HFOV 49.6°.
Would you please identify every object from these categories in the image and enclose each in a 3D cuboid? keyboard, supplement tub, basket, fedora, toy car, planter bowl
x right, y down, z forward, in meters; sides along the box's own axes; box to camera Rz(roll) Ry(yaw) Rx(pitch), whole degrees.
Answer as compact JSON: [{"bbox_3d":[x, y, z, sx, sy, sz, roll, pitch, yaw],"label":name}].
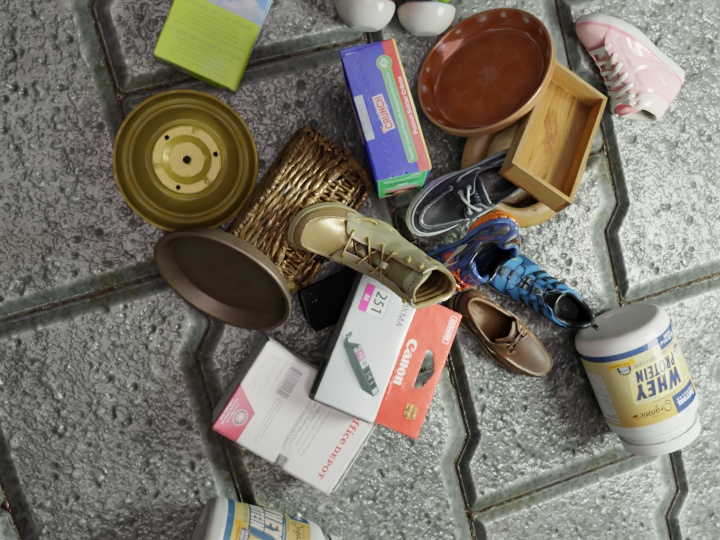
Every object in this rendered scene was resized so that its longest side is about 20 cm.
[{"bbox_3d":[0.000,0.000,1.123,0.200,0.021,0.127,-24,123,-20],"label":"keyboard"},{"bbox_3d":[-0.137,0.412,1.096,0.200,0.145,0.145,20,91,-14],"label":"supplement tub"},{"bbox_3d":[-0.073,-0.078,1.063,0.149,0.143,0.200,37,85,-14],"label":"basket"},{"bbox_3d":[0.233,-0.165,1.155,0.200,0.082,0.201,-2,104,-9],"label":"fedora"},{"bbox_3d":[0.430,0.167,1.199,0.144,0.144,0.200,-26,100,-9],"label":"supplement tub"},{"bbox_3d":[0.059,-0.420,1.058,0.199,0.150,0.176,1,95,-13],"label":"toy car"},{"bbox_3d":[-0.235,-0.148,1.053,0.200,0.083,0.201,-1,95,-13],"label":"planter bowl"}]

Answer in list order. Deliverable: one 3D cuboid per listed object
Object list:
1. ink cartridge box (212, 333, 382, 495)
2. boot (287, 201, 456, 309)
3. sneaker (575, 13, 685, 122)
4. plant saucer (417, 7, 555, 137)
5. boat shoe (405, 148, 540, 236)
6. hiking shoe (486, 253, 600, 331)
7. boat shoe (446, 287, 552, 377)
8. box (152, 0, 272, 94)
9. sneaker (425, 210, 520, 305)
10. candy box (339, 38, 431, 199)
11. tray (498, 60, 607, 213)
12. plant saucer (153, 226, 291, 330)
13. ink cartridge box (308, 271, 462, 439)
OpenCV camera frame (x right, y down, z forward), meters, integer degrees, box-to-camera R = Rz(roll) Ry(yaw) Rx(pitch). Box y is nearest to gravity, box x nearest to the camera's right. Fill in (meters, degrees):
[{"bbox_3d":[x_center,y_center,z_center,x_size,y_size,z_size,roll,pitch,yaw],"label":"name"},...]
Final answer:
[{"bbox_3d":[-0.091,0.205,1.118,0.200,0.085,0.146,34,87,-11],"label":"ink cartridge box"},{"bbox_3d":[0.017,-0.016,0.999,0.200,0.155,0.073,13,110,-46],"label":"boot"},{"bbox_3d":[0.397,-0.299,1.181,0.200,0.075,0.105,29,83,-18],"label":"sneaker"},{"bbox_3d":[0.176,-0.276,1.094,0.201,0.200,0.032,-58,143,-2],"label":"plant saucer"},{"bbox_3d":[0.157,-0.106,1.078,0.200,0.068,0.072,-26,105,-2],"label":"boat shoe"},{"bbox_3d":[0.271,0.026,1.179,0.200,0.087,0.075,27,89,-13],"label":"hiking shoe"},{"bbox_3d":[0.217,0.100,1.184,0.200,0.068,0.072,40,86,-13],"label":"boat shoe"},{"bbox_3d":[-0.190,-0.358,1.061,0.122,0.048,0.200,22,90,-14],"label":"box"},{"bbox_3d":[0.149,-0.004,1.127,0.075,0.079,0.200,36,113,-28],"label":"sneaker"},{"bbox_3d":[0.034,-0.192,1.031,0.077,0.200,0.170,-15,89,3],"label":"candy box"},{"bbox_3d":[0.265,-0.185,1.060,0.099,0.037,0.200,32,60,-11],"label":"tray"},{"bbox_3d":[-0.180,0.010,1.040,0.200,0.200,0.030,34,54,-13],"label":"plant saucer"},{"bbox_3d":[0.044,0.118,1.091,0.173,0.044,0.200,24,79,-12],"label":"ink cartridge box"}]
